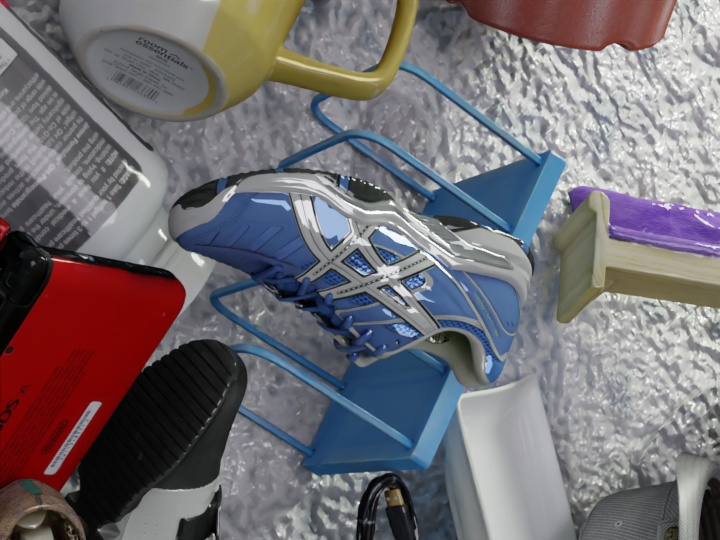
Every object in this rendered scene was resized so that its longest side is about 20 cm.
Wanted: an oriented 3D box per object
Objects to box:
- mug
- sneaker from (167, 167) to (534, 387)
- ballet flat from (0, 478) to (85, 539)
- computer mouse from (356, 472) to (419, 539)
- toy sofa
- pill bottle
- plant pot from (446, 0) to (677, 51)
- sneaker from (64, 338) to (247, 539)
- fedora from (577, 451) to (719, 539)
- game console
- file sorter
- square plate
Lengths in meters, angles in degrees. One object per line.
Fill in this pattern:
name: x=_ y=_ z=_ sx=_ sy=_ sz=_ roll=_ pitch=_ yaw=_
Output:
mug: x=-0.075 y=-0.165 z=0.920 sx=0.150 sy=0.186 sz=0.154 roll=65 pitch=35 yaw=-54
sneaker: x=-0.002 y=0.003 z=0.869 sx=0.199 sy=0.076 sz=0.077 roll=14 pitch=70 yaw=-18
ballet flat: x=-0.147 y=0.202 z=0.841 sx=0.068 sy=0.067 sz=0.201 roll=-15 pitch=89 yaw=-27
computer mouse: x=0.045 y=0.207 z=0.955 sx=0.058 sy=0.034 sz=0.201 roll=-29 pitch=106 yaw=-29
toy sofa: x=0.231 y=-0.009 z=1.114 sx=0.199 sy=0.083 sz=0.098 roll=9 pitch=72 yaw=-7
pill bottle: x=-0.172 y=-0.049 z=0.905 sx=0.200 sy=0.111 sz=0.111 roll=45 pitch=65 yaw=-18
plant pot: x=0.137 y=-0.250 z=1.045 sx=0.200 sy=0.201 sz=0.196 roll=-5 pitch=120 yaw=-31
sneaker: x=-0.108 y=0.128 z=0.925 sx=0.088 sy=0.074 sz=0.200 roll=24 pitch=105 yaw=-40
fedora: x=0.186 y=0.212 z=1.073 sx=0.177 sy=0.090 sz=0.201 roll=54 pitch=35 yaw=-51
game console: x=-0.217 y=0.042 z=0.861 sx=0.172 sy=0.119 sz=0.200 roll=12 pitch=119 yaw=-54
file sorter: x=0.000 y=0.000 z=0.988 sx=0.122 sy=0.139 sz=0.201 roll=33 pitch=69 yaw=-19
square plate: x=0.095 y=0.167 z=1.025 sx=0.200 sy=0.028 sz=0.199 roll=-2 pitch=78 yaw=-72
